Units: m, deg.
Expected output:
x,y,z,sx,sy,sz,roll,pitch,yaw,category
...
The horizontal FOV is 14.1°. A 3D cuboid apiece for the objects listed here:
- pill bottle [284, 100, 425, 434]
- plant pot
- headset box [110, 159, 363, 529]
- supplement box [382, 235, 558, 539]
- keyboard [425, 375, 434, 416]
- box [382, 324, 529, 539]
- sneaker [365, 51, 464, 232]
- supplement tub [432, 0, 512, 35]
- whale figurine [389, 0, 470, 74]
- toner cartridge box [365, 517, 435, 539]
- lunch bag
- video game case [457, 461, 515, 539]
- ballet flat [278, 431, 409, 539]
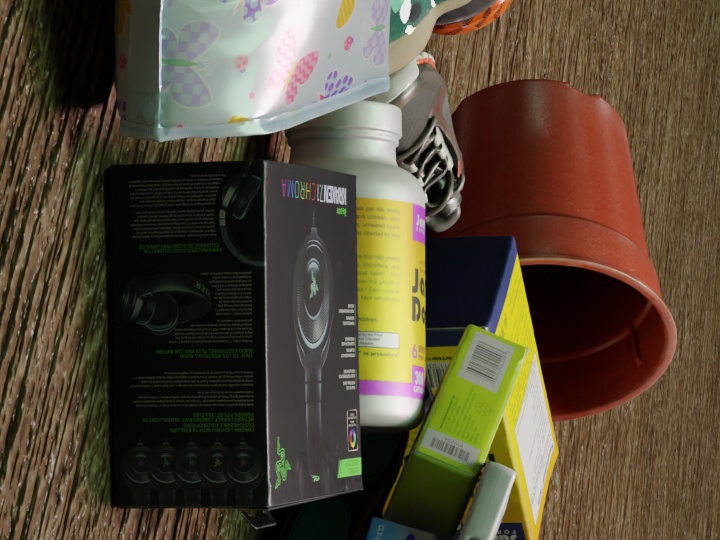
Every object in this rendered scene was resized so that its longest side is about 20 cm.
x,y,z,sx,sy,sz,roll,pitch,yaw,category
-0.011,-0.001,1.801,0.104,0.104,0.201,21,68,-73,pill bottle
0.131,-0.024,2.172,0.201,0.200,0.196,68,18,-50,plant pot
-0.067,0.043,1.624,0.174,0.092,0.201,6,83,-73,headset box
0.064,0.088,2.044,0.109,0.109,0.201,-70,153,-51,supplement box
0.000,0.000,1.913,0.104,0.039,0.201,63,7,-68,keyboard
0.045,0.143,1.853,0.200,0.047,0.122,110,4,-45,box
0.043,-0.080,1.940,0.082,0.077,0.200,53,-2,17,sneaker
0.043,-0.248,1.982,0.200,0.122,0.123,54,37,-63,supplement tub
0.000,-0.202,1.766,0.200,0.159,0.104,-52,145,-35,whale figurine
0.003,0.248,1.805,0.200,0.043,0.095,101,5,-52,toner cartridge box
-0.069,-0.168,1.550,0.200,0.127,0.170,-29,125,-59,lunch bag
0.055,0.216,1.821,0.200,0.023,0.183,87,24,-81,video game case
-0.018,0.153,1.856,0.063,0.068,0.200,92,17,-44,ballet flat
